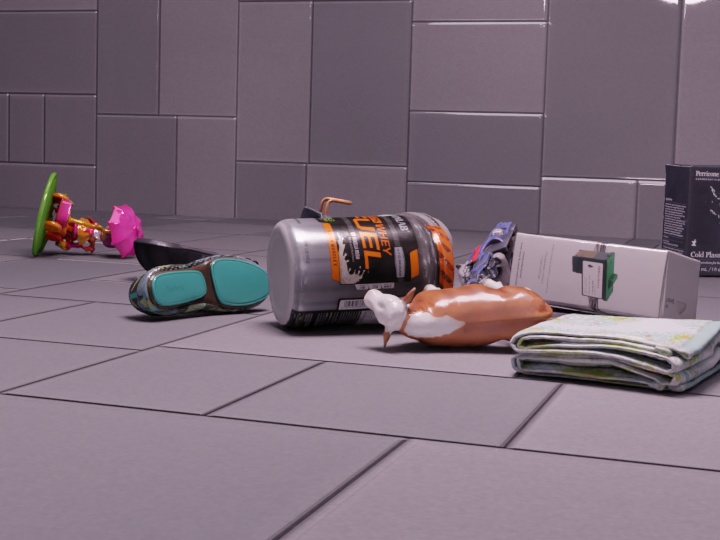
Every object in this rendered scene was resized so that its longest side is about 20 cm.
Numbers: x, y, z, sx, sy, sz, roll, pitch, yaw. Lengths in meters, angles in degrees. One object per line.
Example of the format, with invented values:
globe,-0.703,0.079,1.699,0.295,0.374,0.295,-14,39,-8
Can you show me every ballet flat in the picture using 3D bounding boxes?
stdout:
ballet flat,-0.197,0.020,1.476,0.073,0.076,0.198,7,4,42

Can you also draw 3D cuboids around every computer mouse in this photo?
computer mouse,-0.264,-0.009,1.860,0.137,0.054,0.199,8,-3,41

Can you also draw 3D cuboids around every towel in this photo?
towel,0.251,0.071,1.163,0.169,0.049,0.199,6,6,28

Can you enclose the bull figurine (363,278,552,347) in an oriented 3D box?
bull figurine,0.100,0.045,1.284,0.196,0.066,0.121,2,8,-1

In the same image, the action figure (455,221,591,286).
action figure,0.222,0.009,1.756,0.191,0.106,0.200,-3,27,31

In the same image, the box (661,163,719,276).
box,0.666,-0.093,2.235,0.196,0.200,0.124,0,5,-9

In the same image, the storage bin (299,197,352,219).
storage bin,-0.010,-0.012,1.548,0.132,0.148,0.200,11,3,-12

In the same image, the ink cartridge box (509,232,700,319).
ink cartridge box,0.303,0.011,1.500,0.197,0.086,0.145,8,0,31

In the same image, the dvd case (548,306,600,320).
dvd case,0.166,0.056,1.462,0.197,0.016,0.148,-2,6,-31

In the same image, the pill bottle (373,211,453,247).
pill bottle,0.067,-0.030,1.818,0.111,0.115,0.200,4,5,20

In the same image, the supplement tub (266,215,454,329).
supplement tub,0.000,0.000,1.392,0.197,0.125,0.122,-3,7,-20

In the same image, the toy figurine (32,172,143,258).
toy figurine,-0.484,-0.070,2.198,0.181,0.153,0.200,14,-22,-10
